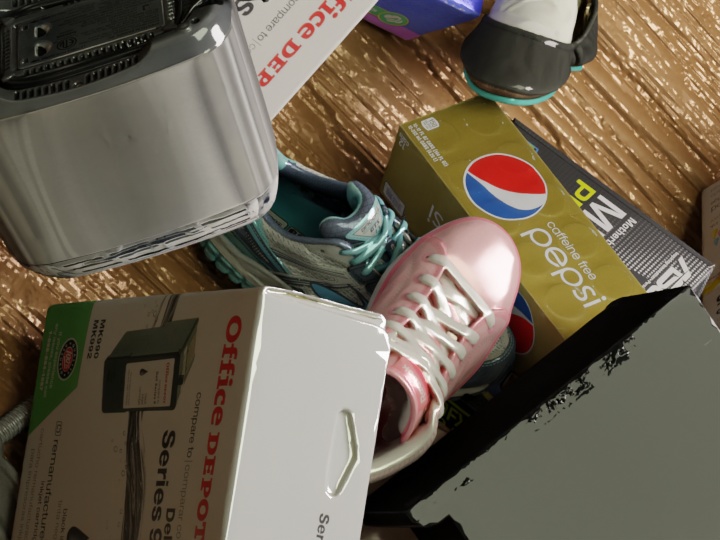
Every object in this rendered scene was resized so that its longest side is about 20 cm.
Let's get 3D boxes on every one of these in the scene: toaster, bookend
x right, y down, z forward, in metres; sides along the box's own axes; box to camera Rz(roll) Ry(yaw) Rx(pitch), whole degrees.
[{"bbox_3d":[-0.124,-0.084,1.507,0.114,0.199,0.129,-103,174,-54],"label":"toaster"},{"bbox_3d":[0.138,0.146,1.513,0.199,0.092,0.200,-38,97,-18],"label":"bookend"}]

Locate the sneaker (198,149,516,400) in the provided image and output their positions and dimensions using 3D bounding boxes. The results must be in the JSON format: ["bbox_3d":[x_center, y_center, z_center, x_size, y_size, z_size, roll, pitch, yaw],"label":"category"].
[{"bbox_3d":[0.000,0.000,1.602,0.200,0.086,0.078,29,54,4],"label":"sneaker"}]

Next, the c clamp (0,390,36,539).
[{"bbox_3d":[-0.153,0.085,1.555,0.200,0.027,0.171,-31,101,-38],"label":"c clamp"}]

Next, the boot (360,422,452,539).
[{"bbox_3d":[-0.033,0.174,1.542,0.070,0.200,0.146,41,29,18],"label":"boot"}]

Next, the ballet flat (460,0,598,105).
[{"bbox_3d":[0.105,-0.149,1.738,0.200,0.068,0.069,-43,149,-72],"label":"ballet flat"}]

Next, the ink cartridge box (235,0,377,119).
[{"bbox_3d":[-0.095,-0.187,1.570,0.200,0.084,0.146,37,103,-25],"label":"ink cartridge box"}]

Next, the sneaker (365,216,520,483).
[{"bbox_3d":[0.031,0.046,1.521,0.200,0.105,0.075,-45,101,-22],"label":"sneaker"}]

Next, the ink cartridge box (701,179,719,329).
[{"bbox_3d":[0.315,0.016,1.821,0.146,0.147,0.200,46,27,-23],"label":"ink cartridge box"}]

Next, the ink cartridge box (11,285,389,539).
[{"bbox_3d":[-0.085,0.088,1.467,0.084,0.200,0.146,16,76,-36],"label":"ink cartridge box"}]

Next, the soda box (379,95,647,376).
[{"bbox_3d":[0.096,-0.005,1.648,0.068,0.064,0.200,-22,61,-28],"label":"soda box"}]

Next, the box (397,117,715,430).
[{"bbox_3d":[0.090,0.016,1.701,0.160,0.044,0.200,37,52,16],"label":"box"}]

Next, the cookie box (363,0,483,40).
[{"bbox_3d":[0.003,-0.264,1.717,0.171,0.075,0.201,24,66,-32],"label":"cookie box"}]
